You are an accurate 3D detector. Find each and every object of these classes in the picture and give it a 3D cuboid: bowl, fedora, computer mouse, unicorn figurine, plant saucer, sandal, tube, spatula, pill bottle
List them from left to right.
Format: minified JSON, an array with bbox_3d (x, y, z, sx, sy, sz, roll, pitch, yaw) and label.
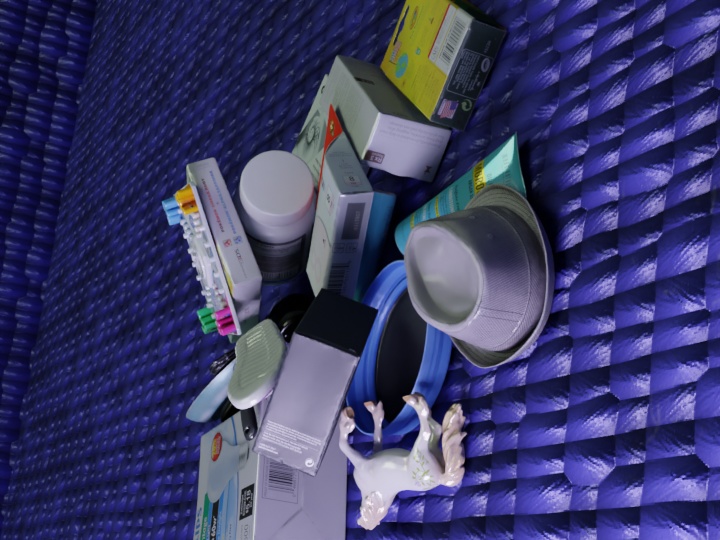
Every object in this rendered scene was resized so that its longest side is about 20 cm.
[{"bbox_3d":[-0.135,0.148,1.577,0.057,0.021,0.200,-50,18,15],"label":"spatula"},{"bbox_3d":[-0.149,0.140,1.765,0.027,0.200,0.200,47,134,9],"label":"plant saucer"},{"bbox_3d":[-0.135,0.080,1.741,0.034,0.200,0.059,47,132,8],"label":"computer mouse"},{"bbox_3d":[-0.109,0.113,1.545,0.082,0.050,0.203,-35,18,11],"label":"sandal"},{"bbox_3d":[-0.115,-0.070,1.758,0.200,0.113,0.114,104,169,-64],"label":"pill bottle"},{"bbox_3d":[0.000,0.000,1.614,0.077,0.050,0.201,-117,38,-82],"label":"tube"},{"bbox_3d":[0.033,0.204,1.391,0.200,0.074,0.138,-16,86,53],"label":"unicorn figurine"},{"bbox_3d":[0.043,0.089,1.490,0.201,0.039,0.202,-42,42,52],"label":"bowl"},{"bbox_3d":[0.113,-0.071,1.424,0.200,0.050,0.078,-35,57,48],"label":"tube"},{"bbox_3d":[0.104,0.002,1.306,0.177,0.090,0.200,-63,37,28],"label":"fedora"}]

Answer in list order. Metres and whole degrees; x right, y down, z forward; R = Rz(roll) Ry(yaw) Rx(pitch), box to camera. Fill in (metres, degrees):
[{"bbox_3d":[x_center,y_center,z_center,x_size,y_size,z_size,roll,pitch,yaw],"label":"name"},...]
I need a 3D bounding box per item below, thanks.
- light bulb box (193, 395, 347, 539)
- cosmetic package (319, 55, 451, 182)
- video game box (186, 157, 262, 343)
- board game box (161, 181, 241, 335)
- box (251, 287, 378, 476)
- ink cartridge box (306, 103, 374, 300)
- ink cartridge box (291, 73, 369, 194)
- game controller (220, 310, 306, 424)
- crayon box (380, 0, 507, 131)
[{"bbox_3d":[-0.114,0.281,1.627,0.200,0.124,0.199,-37,45,52],"label":"light bulb box"},{"bbox_3d":[0.027,-0.187,1.600,0.074,0.101,0.200,-69,26,20],"label":"cosmetic package"},{"bbox_3d":[-0.182,-0.023,1.742,0.200,0.047,0.183,104,147,-65],"label":"video game box"},{"bbox_3d":[-0.212,-0.010,1.734,0.200,0.026,0.201,173,79,-75],"label":"board game box"},{"bbox_3d":[-0.046,0.116,1.436,0.200,0.078,0.142,-62,-6,-76],"label":"box"},{"bbox_3d":[-0.041,-0.080,1.569,0.200,0.057,0.163,-118,31,-47],"label":"ink cartridge box"},{"bbox_3d":[-0.046,-0.144,1.808,0.201,0.040,0.200,-67,26,20],"label":"ink cartridge box"},{"bbox_3d":[-0.103,0.130,1.687,0.042,0.104,0.200,46,116,27],"label":"game controller"},{"bbox_3d":[0.093,-0.261,1.554,0.128,0.051,0.200,-67,26,20],"label":"crayon box"}]
